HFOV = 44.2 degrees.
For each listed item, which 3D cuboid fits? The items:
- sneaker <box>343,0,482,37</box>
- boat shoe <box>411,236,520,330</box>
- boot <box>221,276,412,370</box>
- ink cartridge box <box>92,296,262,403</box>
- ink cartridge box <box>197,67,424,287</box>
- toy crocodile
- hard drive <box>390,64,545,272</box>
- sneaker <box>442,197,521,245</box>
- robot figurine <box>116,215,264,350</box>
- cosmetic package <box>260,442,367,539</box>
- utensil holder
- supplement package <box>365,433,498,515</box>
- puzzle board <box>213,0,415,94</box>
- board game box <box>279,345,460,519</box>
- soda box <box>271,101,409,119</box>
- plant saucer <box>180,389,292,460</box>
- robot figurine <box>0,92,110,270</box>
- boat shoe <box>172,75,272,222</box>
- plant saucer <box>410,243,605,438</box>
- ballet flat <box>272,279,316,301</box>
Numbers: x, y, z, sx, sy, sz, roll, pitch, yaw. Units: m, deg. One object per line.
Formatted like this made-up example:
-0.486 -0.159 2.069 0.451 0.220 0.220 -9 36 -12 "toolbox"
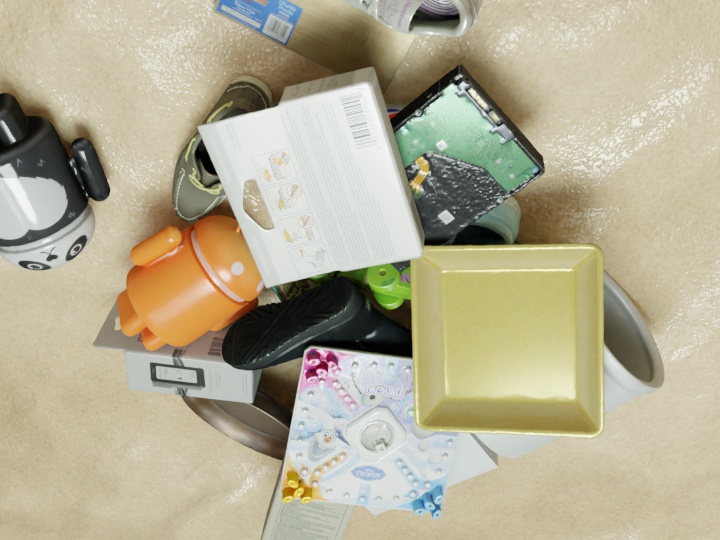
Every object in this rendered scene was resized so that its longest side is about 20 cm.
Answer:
0.020 -0.273 0.825 0.199 0.100 0.075 17 129 -4 "sneaker"
0.122 0.029 1.076 0.200 0.073 0.062 -39 98 26 "boat shoe"
-0.041 0.097 1.056 0.200 0.077 0.168 -25 136 23 "boot"
-0.224 0.097 1.129 0.199 0.116 0.068 7 125 3 "ink cartridge box"
-0.044 -0.088 0.894 0.176 0.045 0.200 -11 123 14 "ink cartridge box"
0.000 0.000 1.041 0.199 0.062 0.068 10 158 20 "toy crocodile"
0.071 -0.100 0.921 0.200 0.038 0.140 -36 115 28 "hard drive"
0.082 -0.044 1.011 0.199 0.082 0.074 -10 123 17 "sneaker"
-0.195 0.011 1.048 0.200 0.117 0.144 -34 97 10 "robot figurine"
-0.060 0.288 1.138 0.103 0.073 0.200 16 126 -5 "cosmetic package"
0.227 0.111 1.055 0.170 0.170 0.200 40 121 -20 "utensil holder"
0.059 0.210 1.181 0.200 0.111 0.156 -28 118 24 "supplement package"
-0.032 -0.284 0.895 0.200 0.017 0.151 24 126 -10 "puzzle board"
0.019 0.192 1.022 0.199 0.026 0.201 8 110 -9 "board game box"
-0.001 -0.139 0.965 0.199 0.064 0.068 2 126 5 "soda box"
-0.150 0.199 1.202 0.200 0.032 0.200 22 151 13 "plant saucer"
-0.382 -0.094 1.004 0.150 0.125 0.200 3 128 27 "robot figurine"
-0.165 -0.125 0.996 0.072 0.060 0.202 28 124 -14 "boat shoe"
0.157 0.071 0.945 0.199 0.048 0.201 0 94 16 "plant saucer"
-0.048 0.065 1.126 0.075 0.068 0.200 -25 127 -3 "ballet flat"
